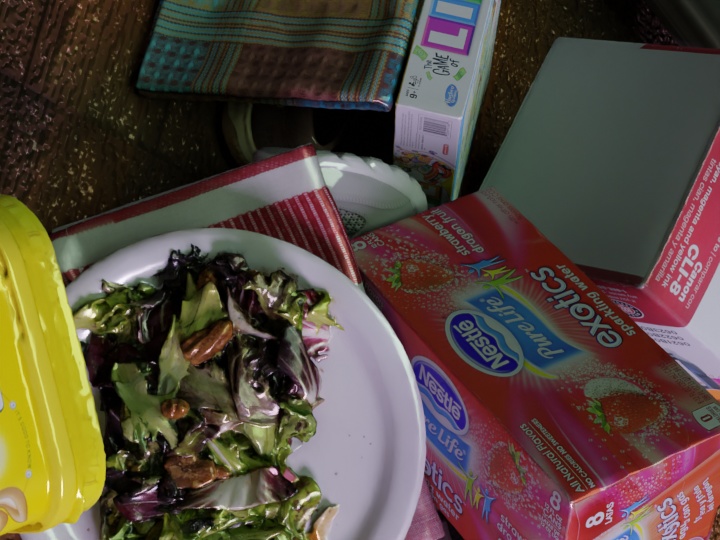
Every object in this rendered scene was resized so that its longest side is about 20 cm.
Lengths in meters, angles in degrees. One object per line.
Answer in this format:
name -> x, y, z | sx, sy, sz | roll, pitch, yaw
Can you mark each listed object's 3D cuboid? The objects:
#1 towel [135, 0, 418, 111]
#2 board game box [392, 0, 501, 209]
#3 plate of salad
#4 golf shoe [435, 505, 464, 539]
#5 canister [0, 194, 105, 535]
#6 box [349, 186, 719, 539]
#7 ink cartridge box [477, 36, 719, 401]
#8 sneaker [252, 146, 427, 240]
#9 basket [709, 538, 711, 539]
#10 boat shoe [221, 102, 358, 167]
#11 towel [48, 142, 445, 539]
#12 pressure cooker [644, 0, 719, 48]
towel -> -0.028, -0.176, 0.962 | 0.022, 0.146, 0.201 | 50, 50, -58
board game box -> 0.047, -0.098, 1.012 | 0.200, 0.034, 0.135 | 92, 12, -67
plate of salad -> -0.069, 0.081, 0.866 | 0.048, 0.199, 0.201 | -40, 121, -88
golf shoe -> 0.036, 0.165, 0.939 | 0.077, 0.088, 0.200 | 61, 33, -29
canister -> -0.216, 0.061, 0.771 | 0.200, 0.086, 0.149 | -19, 98, -44
box -> 0.076, 0.061, 0.906 | 0.099, 0.200, 0.096 | -20, 137, -25
ink cartridge box -> 0.184, -0.014, 1.053 | 0.200, 0.145, 0.145 | 37, 73, -39
sneaker -> 0.000, 0.000, 0.981 | 0.200, 0.074, 0.082 | 46, 55, -55
basket -> 0.102, 0.169, 1.045 | 0.149, 0.142, 0.201 | -15, 95, -47
boat shoe -> -0.003, -0.133, 1.029 | 0.072, 0.072, 0.200 | 51, 51, -28
towel -> -0.057, 0.056, 0.900 | 0.023, 0.143, 0.201 | -44, 116, -84
pressure cooker -> 0.288, -0.199, 1.273 | 0.200, 0.178, 0.176 | 45, 75, -32
